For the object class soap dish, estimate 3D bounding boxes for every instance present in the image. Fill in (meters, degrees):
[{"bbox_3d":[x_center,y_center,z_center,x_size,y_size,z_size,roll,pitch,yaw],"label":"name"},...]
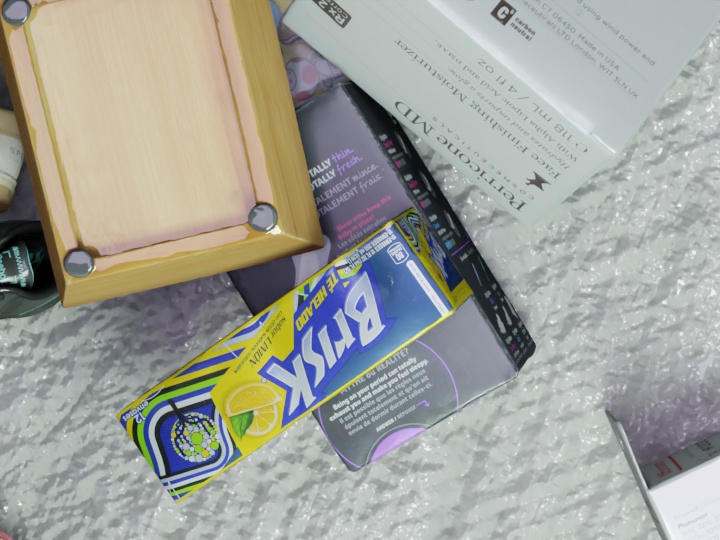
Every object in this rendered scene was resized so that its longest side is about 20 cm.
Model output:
[{"bbox_3d":[-0.119,-0.090,1.608,0.157,0.081,0.200,-13,96,5],"label":"soap dish"}]

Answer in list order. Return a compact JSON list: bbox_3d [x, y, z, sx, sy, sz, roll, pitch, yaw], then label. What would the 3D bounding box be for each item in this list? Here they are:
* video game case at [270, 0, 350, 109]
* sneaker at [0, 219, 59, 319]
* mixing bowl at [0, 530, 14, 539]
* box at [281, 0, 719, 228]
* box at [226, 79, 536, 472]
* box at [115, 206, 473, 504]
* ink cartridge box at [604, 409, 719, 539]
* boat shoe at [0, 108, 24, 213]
[{"bbox_3d":[-0.102,-0.180,1.747,0.182,0.023,0.200,-23,91,2],"label":"video game case"},{"bbox_3d":[-0.241,0.001,1.677,0.200,0.079,0.076,-17,90,-39],"label":"sneaker"},{"bbox_3d":[-0.270,0.251,1.686,0.200,0.108,0.201,-2,112,-5],"label":"mixing bowl"},{"bbox_3d":[0.099,-0.171,1.653,0.199,0.131,0.200,39,64,-2],"label":"box"},{"bbox_3d":[0.000,0.000,1.701,0.122,0.106,0.200,-31,91,11],"label":"box"},{"bbox_3d":[-0.037,0.047,1.623,0.200,0.070,0.064,-36,90,14],"label":"box"},{"bbox_3d":[0.218,0.164,1.702,0.068,0.115,0.200,-25,91,1],"label":"ink cartridge box"},{"bbox_3d":[-0.296,-0.096,1.735,0.200,0.074,0.069,19,75,0],"label":"boat shoe"}]
